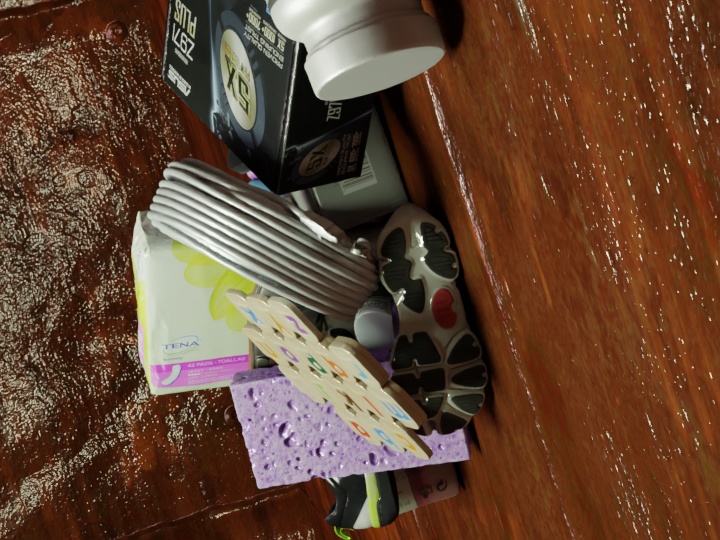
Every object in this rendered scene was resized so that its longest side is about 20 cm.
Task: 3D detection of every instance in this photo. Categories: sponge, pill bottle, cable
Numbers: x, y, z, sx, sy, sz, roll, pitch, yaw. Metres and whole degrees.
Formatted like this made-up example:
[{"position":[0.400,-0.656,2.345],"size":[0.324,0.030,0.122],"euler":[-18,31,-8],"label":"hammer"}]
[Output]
[{"position":[-0.007,0.130,1.657],"size":[0.030,0.200,0.112],"euler":[-79,-22,-65],"label":"sponge"},{"position":[-0.019,-0.226,1.260],"size":[0.116,0.116,0.200],"euler":[121,131,-79],"label":"pill bottle"},{"position":[-0.078,-0.023,1.515],"size":[0.200,0.069,0.200],"euler":[26,178,15],"label":"cable"}]

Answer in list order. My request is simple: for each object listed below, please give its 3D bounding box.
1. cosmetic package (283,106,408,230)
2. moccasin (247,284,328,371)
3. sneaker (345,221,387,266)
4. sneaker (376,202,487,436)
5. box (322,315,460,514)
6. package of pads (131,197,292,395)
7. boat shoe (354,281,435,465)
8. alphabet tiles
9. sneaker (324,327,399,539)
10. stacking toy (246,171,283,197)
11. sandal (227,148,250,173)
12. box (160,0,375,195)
[{"position":[-0.026,-0.095,1.682],"size":[0.200,0.090,0.107],"euler":[-177,65,-78],"label":"cosmetic package"},{"position":[-0.063,0.053,1.683],"size":[0.078,0.074,0.201],"euler":[-77,-9,-59],"label":"moccasin"},{"position":[0.000,0.000,1.724],"size":[0.200,0.075,0.089],"euler":[-48,-47,-89],"label":"sneaker"},{"position":[0.059,0.039,1.528],"size":[0.083,0.081,0.200],"euler":[-90,-6,-75],"label":"sneaker"},{"position":[0.012,0.131,1.825],"size":[0.128,0.109,0.200],"euler":[-136,30,-74],"label":"box"},{"position":[-0.137,0.025,1.741],"size":[0.068,0.154,0.200],"euler":[-108,16,-46],"label":"package of pads"},{"position":[0.048,0.095,1.713],"size":[0.057,0.069,0.200],"euler":[-66,-34,-47],"label":"boat shoe"},{"position":[-0.024,0.083,1.527],"size":[0.196,0.015,0.200],"euler":[48,161,-23],"label":"alphabet tiles"},{"position":[-0.021,0.156,1.719],"size":[0.072,0.083,0.200],"euler":[-58,-44,-81],"label":"sneaker"},{"position":[-0.087,-0.029,1.857],"size":[0.085,0.085,0.200],"euler":[167,113,-81],"label":"stacking toy"},{"position":[-0.094,-0.180,1.784],"size":[0.076,0.043,0.200],"euler":[-98,28,-45],"label":"sandal"},{"position":[-0.075,-0.187,1.506],"size":[0.200,0.086,0.164],"euler":[46,139,38],"label":"box"}]
